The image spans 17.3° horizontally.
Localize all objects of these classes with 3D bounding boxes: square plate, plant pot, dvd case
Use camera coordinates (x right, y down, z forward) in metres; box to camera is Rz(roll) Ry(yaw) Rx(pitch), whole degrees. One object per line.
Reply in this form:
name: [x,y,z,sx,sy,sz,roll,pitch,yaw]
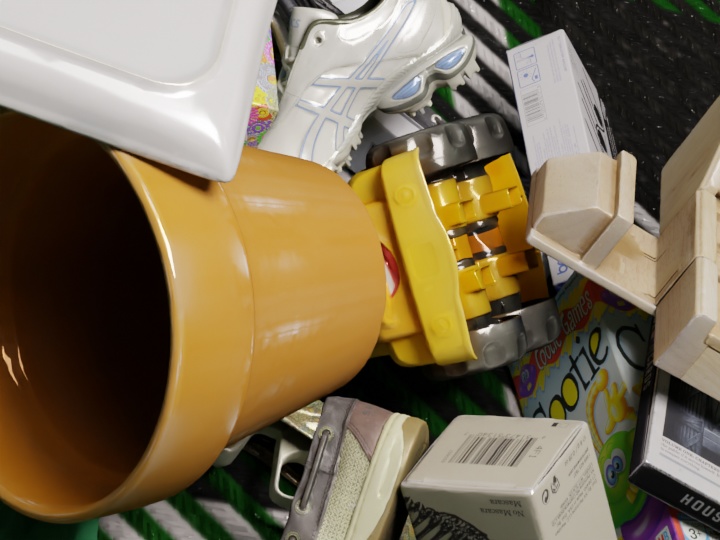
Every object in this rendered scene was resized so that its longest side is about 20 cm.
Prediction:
square plate: [-0.132,-0.151,1.115,0.199,0.029,0.199,19,50,-9]
plant pot: [-0.092,0.012,1.186,0.182,0.200,0.201,-8,56,-47]
dvd case: [0.229,0.079,1.352,0.150,0.025,0.201,28,42,-11]

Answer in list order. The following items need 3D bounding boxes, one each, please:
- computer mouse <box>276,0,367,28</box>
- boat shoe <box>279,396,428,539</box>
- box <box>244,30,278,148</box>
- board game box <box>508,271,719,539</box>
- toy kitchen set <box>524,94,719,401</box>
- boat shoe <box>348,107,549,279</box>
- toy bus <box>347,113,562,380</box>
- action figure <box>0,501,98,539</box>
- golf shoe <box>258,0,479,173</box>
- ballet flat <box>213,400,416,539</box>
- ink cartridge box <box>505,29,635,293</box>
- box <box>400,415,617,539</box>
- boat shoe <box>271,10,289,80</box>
computer mouse: [0.000,-0.178,1.535,0.110,0.044,0.200,50,22,21]
boat shoe: [-0.028,0.160,1.202,0.066,0.072,0.202,22,85,17]
box: [-0.174,-0.090,1.295,0.198,0.193,0.123,11,47,-21]
board game box: [0.174,0.108,1.388,0.102,0.105,0.201,6,49,-27]
toy kitchen set: [0.207,-0.063,1.306,0.162,0.181,0.201,28,34,-11]
boat shoe: [0.051,-0.063,1.501,0.200,0.070,0.066,38,44,16]
toy bus: [0.000,0.000,1.325,0.200,0.191,0.137,-20,96,-74]
action figure: [-0.166,0.078,1.250,0.117,0.055,0.201,25,47,-6]
golf shoe: [-0.029,-0.109,1.420,0.200,0.078,0.097,-39,111,-9]
ballet flat: [-0.047,0.092,1.305,0.199,0.071,0.071,32,43,-2]
ink cartridge box: [0.142,-0.049,1.520,0.094,0.044,0.201,53,22,-47]
box: [0.090,0.176,1.212,0.068,0.082,0.201,-45,126,-47]
boat shoe: [-0.064,-0.136,1.491,0.070,0.070,0.201,26,42,-3]
